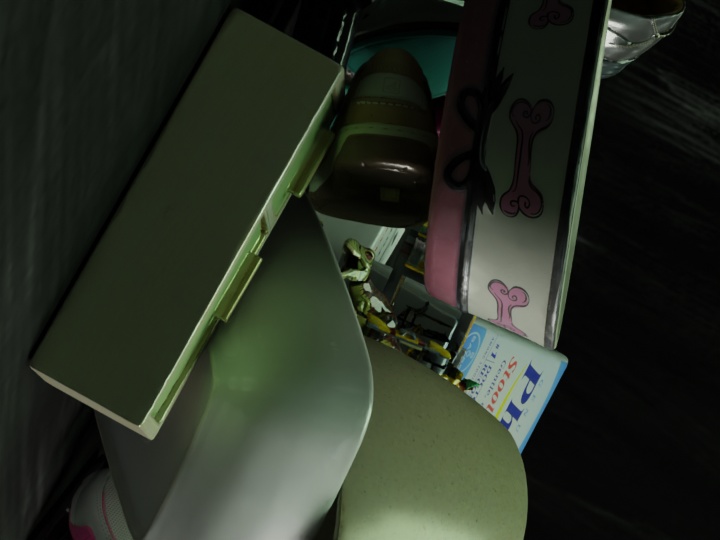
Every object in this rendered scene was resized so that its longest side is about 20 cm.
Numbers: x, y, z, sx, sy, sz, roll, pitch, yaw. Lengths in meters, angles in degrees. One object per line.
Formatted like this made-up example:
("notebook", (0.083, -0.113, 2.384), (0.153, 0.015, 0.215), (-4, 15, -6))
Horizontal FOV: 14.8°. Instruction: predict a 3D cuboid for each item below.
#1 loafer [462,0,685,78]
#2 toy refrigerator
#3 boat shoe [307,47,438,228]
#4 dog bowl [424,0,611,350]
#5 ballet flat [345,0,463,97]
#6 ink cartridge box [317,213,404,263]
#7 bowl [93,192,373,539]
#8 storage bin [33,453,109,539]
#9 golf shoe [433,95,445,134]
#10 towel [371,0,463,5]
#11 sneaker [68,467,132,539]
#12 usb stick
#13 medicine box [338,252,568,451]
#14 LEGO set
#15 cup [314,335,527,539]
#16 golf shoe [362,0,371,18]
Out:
("loafer", (0.087, -0.177, 1.483), (0.072, 0.200, 0.073), (-26, -134, 52))
("toy refrigerator", (-0.080, -0.020, 1.352), (0.200, 0.070, 0.076), (-61, 176, -8))
("boat shoe", (0.015, -0.072, 1.460), (0.200, 0.071, 0.076), (132, -36, -78))
("dog bowl", (0.081, -0.063, 1.418), (0.200, 0.074, 0.201), (10, 90, -85))
("ballet flat", (0.010, -0.124, 1.580), (0.200, 0.069, 0.070), (-29, -156, 51))
("ink cartridge box", (-0.041, 0.003, 1.885), (0.147, 0.086, 0.200), (-60, 177, -2))
("bowl", (-0.079, 0.062, 1.460), (0.200, 0.074, 0.200), (-62, -147, 35))
("storage bin", (-0.175, 0.232, 1.716), (0.200, 0.094, 0.135), (-65, 174, 31))
("golf shoe", (0.058, -0.123, 1.711), (0.200, 0.091, 0.075), (-32, 136, -27))
("towel", (0.097, -0.191, 1.618), (0.171, 0.199, 0.048), (88, -1, -83))
("sneaker", (-0.086, 0.130, 1.629), (0.200, 0.082, 0.088), (-17, 168, -48))
("usb stick", (-0.039, -0.063, 1.534), (0.055, 0.033, 0.201), (-122, -133, -73))
("medicine box", (0.025, 0.102, 1.817), (0.183, 0.103, 0.200), (-63, 153, 3))
("LEGO set", (0.000, 0.000, 1.637), (0.116, 0.200, 0.154), (-66, 166, 15))
("cup", (0.006, 0.127, 1.517), (0.200, 0.143, 0.201), (-18, -110, 60))
("golf shoe", (0.054, -0.197, 1.782), (0.200, 0.072, 0.092), (-60, 174, -11))
